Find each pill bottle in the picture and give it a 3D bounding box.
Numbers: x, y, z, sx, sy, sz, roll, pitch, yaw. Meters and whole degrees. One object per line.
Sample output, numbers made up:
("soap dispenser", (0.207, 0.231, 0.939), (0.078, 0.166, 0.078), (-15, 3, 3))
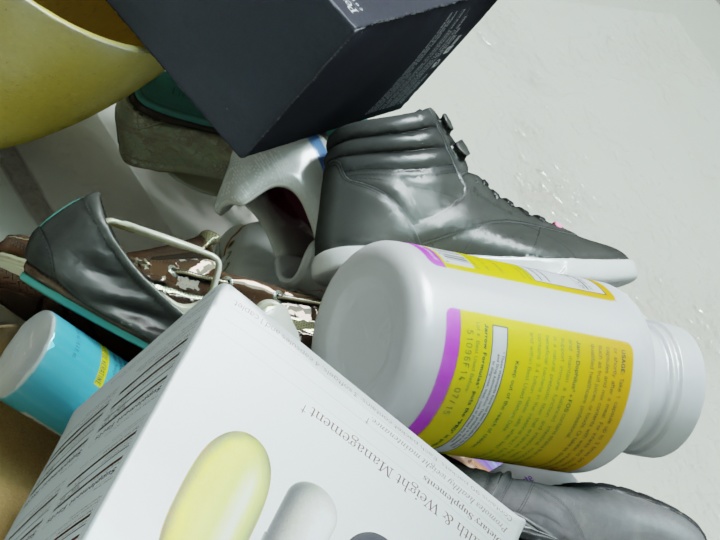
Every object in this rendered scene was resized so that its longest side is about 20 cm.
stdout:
("pill bottle", (0.081, 0.050, 1.559), (0.200, 0.104, 0.104), (11, 41, -32))

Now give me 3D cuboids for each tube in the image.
("tube", (-0.094, 0.092, 1.518), (0.200, 0.050, 0.078), (35, 36, -26))

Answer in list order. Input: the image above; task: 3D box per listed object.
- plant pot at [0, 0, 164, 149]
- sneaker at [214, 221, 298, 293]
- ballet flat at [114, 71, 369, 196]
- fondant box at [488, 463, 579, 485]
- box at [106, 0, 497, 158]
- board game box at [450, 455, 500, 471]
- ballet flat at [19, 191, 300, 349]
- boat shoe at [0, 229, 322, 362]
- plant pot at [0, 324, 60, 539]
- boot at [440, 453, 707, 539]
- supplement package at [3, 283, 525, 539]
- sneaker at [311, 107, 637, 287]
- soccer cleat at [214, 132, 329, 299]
("plant pot", (-0.202, -0.147, 1.646), (0.200, 0.142, 0.200), (31, 31, -21))
("sneaker", (-0.063, 0.022, 1.702), (0.085, 0.073, 0.200), (16, 29, 24))
("ballet flat", (-0.046, -0.064, 1.727), (0.200, 0.062, 0.067), (17, 37, 5))
("fondant box", (0.104, 0.207, 1.613), (0.144, 0.058, 0.200), (-26, 71, -42))
("box", (-0.053, -0.179, 1.621), (0.200, 0.104, 0.182), (49, 28, 11))
("board game box", (0.058, 0.126, 1.718), (0.200, 0.039, 0.158), (29, 32, -25))
("ballet flat", (-0.077, 0.031, 1.506), (0.200, 0.068, 0.068), (37, -3, -11))
("boat shoe", (-0.096, 0.014, 1.581), (0.202, 0.075, 0.075), (22, 70, -9))
("plant pot", (-0.138, 0.113, 1.503), (0.200, 0.027, 0.200), (31, 30, -21))
("boot", (0.096, 0.146, 1.524), (0.200, 0.070, 0.132), (11, 6, -12))
("supplement package", (-0.062, 0.157, 1.367), (0.191, 0.147, 0.200), (38, 44, -12))
("sneaker", (0.064, -0.037, 1.624), (0.200, 0.071, 0.099), (5, 74, -28))
("soccer cleat", (0.000, 0.000, 1.657), (0.200, 0.070, 0.086), (42, 54, -13))
